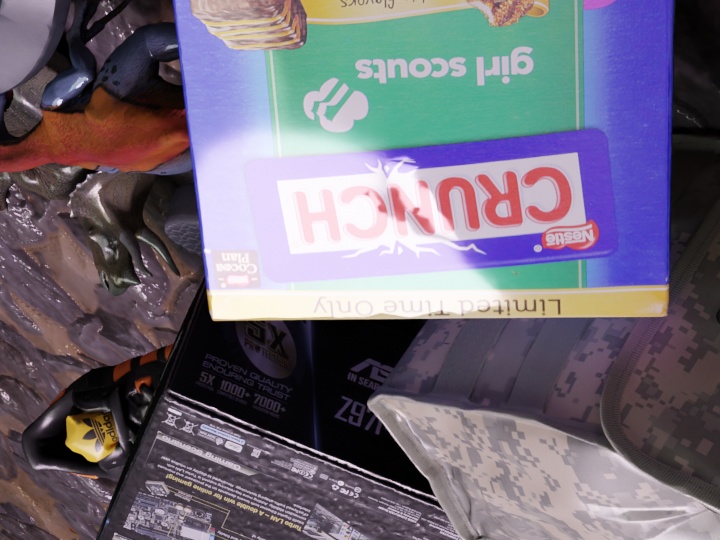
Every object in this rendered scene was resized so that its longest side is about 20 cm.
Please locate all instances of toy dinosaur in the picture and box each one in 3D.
[{"bbox_3d":[-0.121,-0.079,1.074,0.181,0.200,0.105,-20,106,23],"label":"toy dinosaur"},{"bbox_3d":[-0.167,-0.082,1.215,0.102,0.077,0.200,-6,126,38],"label":"toy dinosaur"}]

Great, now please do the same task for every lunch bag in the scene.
[{"bbox_3d":[0.132,0.036,0.918,0.200,0.164,0.118,7,141,44],"label":"lunch bag"}]

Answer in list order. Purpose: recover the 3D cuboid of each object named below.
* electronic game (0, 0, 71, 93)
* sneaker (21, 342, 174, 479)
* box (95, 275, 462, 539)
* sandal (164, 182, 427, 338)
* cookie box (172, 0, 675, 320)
[{"bbox_3d":[-0.197,-0.174,1.068,0.200,0.042,0.200,27,131,36],"label":"electronic game"},{"bbox_3d":[-0.094,0.071,1.154,0.200,0.090,0.070,-20,90,56],"label":"sneaker"},{"bbox_3d":[-0.007,0.110,1.068,0.200,0.086,0.164,22,134,-4],"label":"box"},{"bbox_3d":[0.000,0.000,1.115,0.200,0.043,0.076,30,158,-35],"label":"sandal"},{"bbox_3d":[0.023,-0.083,0.825,0.171,0.075,0.200,-1,123,5],"label":"cookie box"}]
